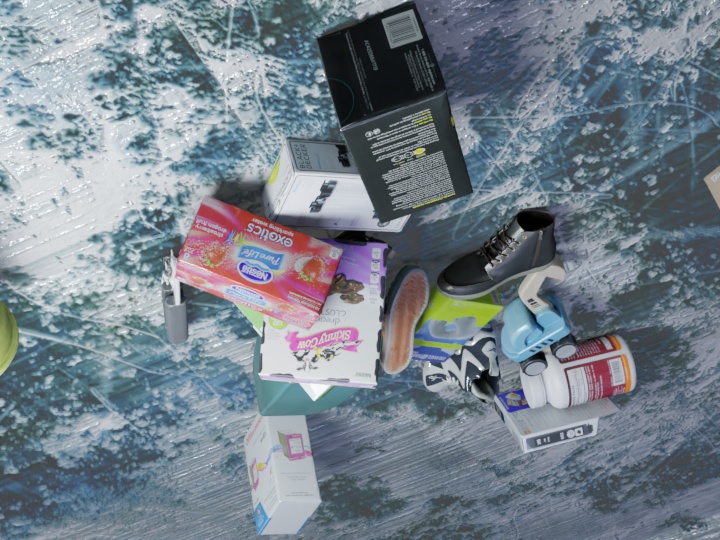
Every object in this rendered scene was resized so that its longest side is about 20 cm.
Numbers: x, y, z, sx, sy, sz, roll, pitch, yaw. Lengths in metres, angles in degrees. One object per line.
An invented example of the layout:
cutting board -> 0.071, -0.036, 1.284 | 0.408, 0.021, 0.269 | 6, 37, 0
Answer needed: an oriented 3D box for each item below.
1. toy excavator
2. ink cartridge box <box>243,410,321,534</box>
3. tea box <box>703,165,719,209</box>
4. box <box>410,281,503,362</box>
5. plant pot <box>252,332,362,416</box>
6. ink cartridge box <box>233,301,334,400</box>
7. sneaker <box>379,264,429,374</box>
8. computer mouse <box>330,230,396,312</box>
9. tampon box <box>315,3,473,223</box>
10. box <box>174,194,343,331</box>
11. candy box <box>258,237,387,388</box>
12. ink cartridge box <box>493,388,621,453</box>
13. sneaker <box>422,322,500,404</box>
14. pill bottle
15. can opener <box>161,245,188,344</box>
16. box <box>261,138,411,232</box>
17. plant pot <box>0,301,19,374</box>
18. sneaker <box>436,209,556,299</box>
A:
toy excavator -> 0.298, 0.070, 1.862 | 0.194, 0.100, 0.200 | -34, 135, 24
ink cartridge box -> -0.146, 0.359, 1.993 | 0.084, 0.201, 0.145 | 4, 142, -23
tea box -> 0.679, -0.132, 1.678 | 0.196, 0.134, 0.200 | 12, 138, -36
box -> 0.134, 0.094, 1.858 | 0.122, 0.048, 0.200 | 9, 139, -33
plant pot -> -0.098, 0.158, 1.772 | 0.141, 0.142, 0.200 | 2, 150, -27
ink cartridge box -> -0.087, 0.081, 1.620 | 0.104, 0.200, 0.059 | -43, 173, 19
sneaker -> 0.053, 0.067, 1.768 | 0.071, 0.080, 0.201 | -7, 126, -30
computer mouse -> 0.000, 0.000, 1.664 | 0.140, 0.046, 0.200 | -25, 135, 21
tampon box -> 0.044, -0.183, 1.308 | 0.126, 0.150, 0.200 | -18, 148, 5
box -> -0.135, -0.008, 1.447 | 0.199, 0.100, 0.095 | 22, 161, -6
candy box -> -0.051, 0.059, 1.539 | 0.167, 0.201, 0.072 | 4, 169, -2
ink cartridge box -> 0.378, 0.271, 2.111 | 0.199, 0.198, 0.044 | -14, 108, -4
sneaker -> 0.186, 0.196, 1.955 | 0.079, 0.130, 0.199 | 12, 138, -35
pill bottle -> 0.409, 0.196, 2.069 | 0.199, 0.113, 0.113 | -13, 147, -4
can opener -> -0.260, 0.039, 1.597 | 0.066, 0.053, 0.200 | -6, 146, -16
box -> -0.021, -0.112, 1.469 | 0.199, 0.060, 0.117 | 0, 144, -25
plant pot -> -0.541, 0.032, 1.361 | 0.200, 0.201, 0.185 | -8, 135, -13
sneaker -> 0.207, -0.031, 1.691 | 0.199, 0.075, 0.106 | -21, 143, -9
